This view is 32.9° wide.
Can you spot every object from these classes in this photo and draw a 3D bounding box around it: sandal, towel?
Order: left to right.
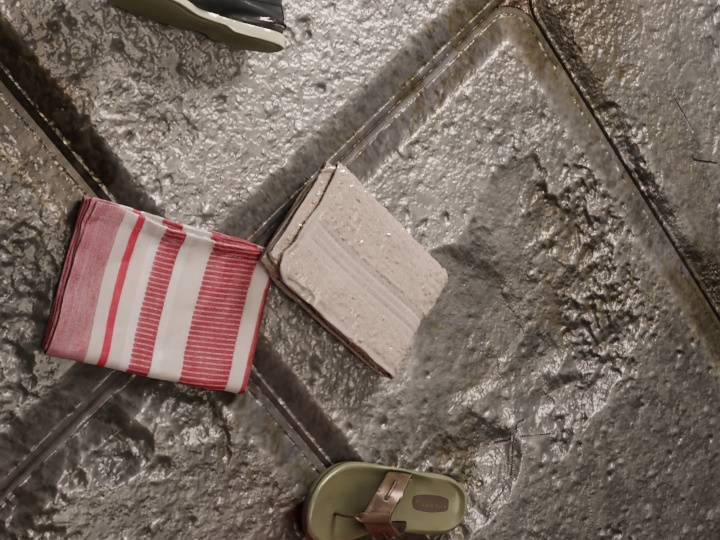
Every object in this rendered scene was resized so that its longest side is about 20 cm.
[{"bbox_3d":[-0.176,0.026,1.107,0.200,0.023,0.144,16,85,-31],"label":"towel"},{"bbox_3d":[0.000,0.000,1.195,0.200,0.034,0.133,42,68,-31],"label":"towel"},{"bbox_3d":[0.031,0.233,1.221,0.201,0.057,0.080,3,91,-31],"label":"sandal"}]

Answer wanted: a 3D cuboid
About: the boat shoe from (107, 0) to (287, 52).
[{"bbox_3d":[-0.149,-0.252,1.081,0.199,0.074,0.066,13,83,-32],"label":"boat shoe"}]
